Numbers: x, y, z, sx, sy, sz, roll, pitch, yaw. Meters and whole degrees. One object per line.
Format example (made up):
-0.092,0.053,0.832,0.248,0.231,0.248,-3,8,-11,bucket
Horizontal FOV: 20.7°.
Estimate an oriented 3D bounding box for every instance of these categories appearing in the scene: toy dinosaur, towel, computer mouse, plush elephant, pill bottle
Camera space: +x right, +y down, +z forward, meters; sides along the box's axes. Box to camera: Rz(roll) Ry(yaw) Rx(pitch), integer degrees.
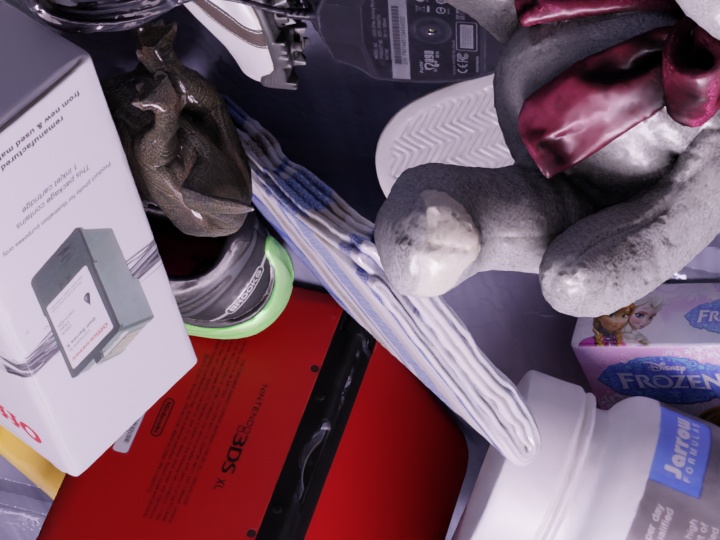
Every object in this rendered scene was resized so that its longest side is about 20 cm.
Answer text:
-0.082,-0.056,0.855,0.199,0.077,0.103,21,149,46,toy dinosaur
0.000,0.000,0.886,0.147,0.024,0.200,52,173,-34,towel
-0.029,-0.106,0.739,0.199,0.034,0.059,6,147,5,computer mouse
0.113,-0.069,0.633,0.199,0.166,0.155,18,151,-27,plush elephant
0.153,0.127,0.918,0.199,0.114,0.114,22,144,-1,pill bottle

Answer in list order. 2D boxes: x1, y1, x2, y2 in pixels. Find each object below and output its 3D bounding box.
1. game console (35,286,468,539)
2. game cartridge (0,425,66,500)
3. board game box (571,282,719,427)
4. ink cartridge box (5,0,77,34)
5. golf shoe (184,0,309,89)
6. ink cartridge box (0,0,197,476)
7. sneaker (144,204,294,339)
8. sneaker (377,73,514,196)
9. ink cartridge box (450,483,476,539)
-0.049,0.119,1.003,0.171,0.201,0.119,12,143,12,game console
-0.141,0.109,1.062,0.200,0.032,0.176,42,177,-5,game cartridge
0.226,0.084,0.957,0.199,0.041,0.200,-2,138,29,board game box
-0.171,-0.188,0.825,0.162,0.050,0.200,29,125,-10,ink cartridge box
-0.081,-0.144,0.772,0.094,0.078,0.200,-11,137,15,golf shoe
-0.164,-0.026,0.838,0.146,0.084,0.201,32,153,30,ink cartridge box
-0.134,-0.008,0.982,0.199,0.077,0.084,-6,141,7,sneaker
0.108,-0.065,0.805,0.199,0.074,0.116,-13,178,6,sneaker
0.114,0.207,0.967,0.175,0.200,0.084,23,107,2,ink cartridge box
